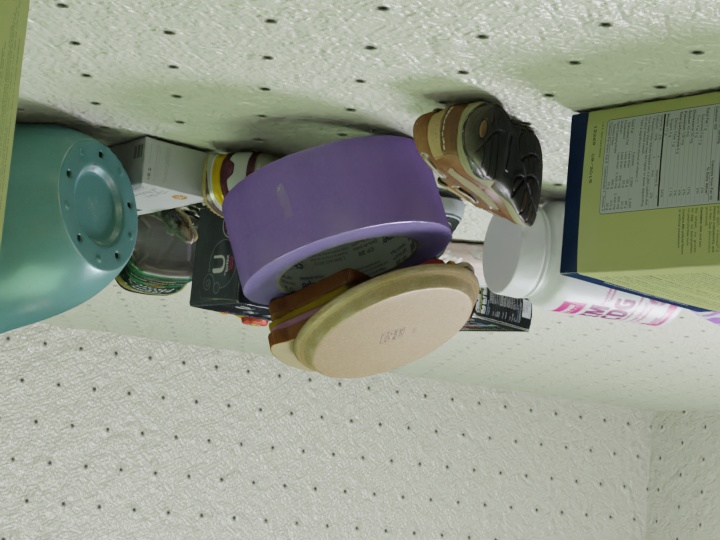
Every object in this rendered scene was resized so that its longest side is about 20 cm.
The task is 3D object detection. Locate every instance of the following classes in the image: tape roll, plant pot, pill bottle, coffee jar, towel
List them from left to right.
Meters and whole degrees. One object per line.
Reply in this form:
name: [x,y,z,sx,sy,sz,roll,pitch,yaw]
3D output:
plant pot: [-0.307,-0.047,1.468,0.160,0.203,0.200,-10,166,25]
coffee jar: [-0.251,-0.019,1.945,0.103,0.086,0.200,7,172,-13]
tape roll: [-0.022,-0.043,1.433,0.198,0.086,0.200,-15,163,-5]
towel: [0.158,-0.004,1.983,0.198,0.033,0.191,4,171,5]
pill bottle: [0.234,-0.010,1.616,0.198,0.115,0.113,8,171,-19]

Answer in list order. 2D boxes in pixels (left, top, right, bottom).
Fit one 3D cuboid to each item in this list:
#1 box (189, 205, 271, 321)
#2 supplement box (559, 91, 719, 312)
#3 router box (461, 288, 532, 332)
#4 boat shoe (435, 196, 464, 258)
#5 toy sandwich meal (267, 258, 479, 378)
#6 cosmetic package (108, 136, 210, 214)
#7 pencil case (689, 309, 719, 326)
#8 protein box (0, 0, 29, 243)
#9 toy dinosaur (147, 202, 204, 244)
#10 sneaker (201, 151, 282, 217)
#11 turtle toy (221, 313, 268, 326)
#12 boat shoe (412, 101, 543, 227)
box: [-0.084,-0.004,1.817,0.199,0.124,0.106,11,170,-37]
supplement box: [0.300,-0.050,1.244,0.199,0.136,0.199,13,169,-41]
router box: [0.123,0.047,2.234,0.199,0.063,0.149,-1,170,38]
boat shoe: [0.073,-0.041,1.701,0.068,0.057,0.200,5,172,-2]
toy sandwich meal: [0.014,0.034,1.464,0.203,0.071,0.206,-18,154,-9]
cosmetic package: [-0.230,-0.090,1.583,0.082,0.051,0.199,10,170,-34]
pencil case: [0.322,-0.012,1.536,0.199,0.085,0.085,27,151,-29]
protein box: [-0.292,-0.115,0.948,0.133,0.201,0.200,5,171,-2]
toy dinosaur: [-0.201,-0.072,1.683,0.087,0.048,0.200,-8,-164,-28]
sneaker: [-0.077,-0.068,1.558,0.089,0.076,0.200,2,173,24]
turtle toy: [-0.116,0.026,2.107,0.198,0.102,0.145,9,171,-24]
boat shoe: [0.101,-0.093,1.321,0.073,0.076,0.200,7,165,24]
